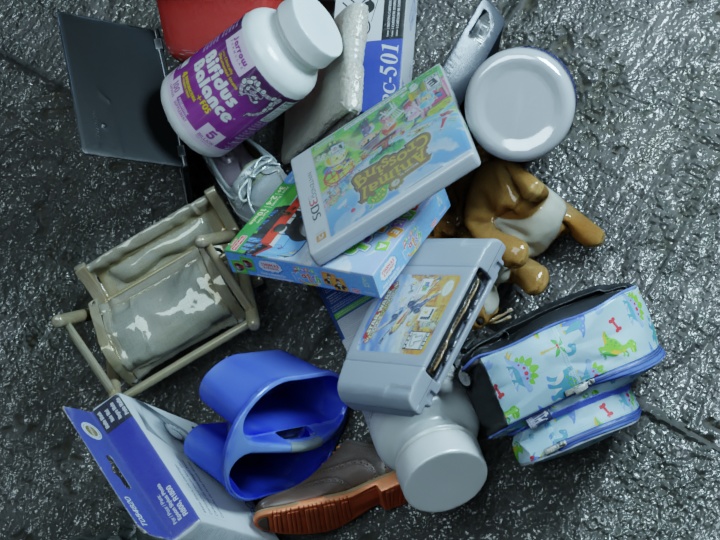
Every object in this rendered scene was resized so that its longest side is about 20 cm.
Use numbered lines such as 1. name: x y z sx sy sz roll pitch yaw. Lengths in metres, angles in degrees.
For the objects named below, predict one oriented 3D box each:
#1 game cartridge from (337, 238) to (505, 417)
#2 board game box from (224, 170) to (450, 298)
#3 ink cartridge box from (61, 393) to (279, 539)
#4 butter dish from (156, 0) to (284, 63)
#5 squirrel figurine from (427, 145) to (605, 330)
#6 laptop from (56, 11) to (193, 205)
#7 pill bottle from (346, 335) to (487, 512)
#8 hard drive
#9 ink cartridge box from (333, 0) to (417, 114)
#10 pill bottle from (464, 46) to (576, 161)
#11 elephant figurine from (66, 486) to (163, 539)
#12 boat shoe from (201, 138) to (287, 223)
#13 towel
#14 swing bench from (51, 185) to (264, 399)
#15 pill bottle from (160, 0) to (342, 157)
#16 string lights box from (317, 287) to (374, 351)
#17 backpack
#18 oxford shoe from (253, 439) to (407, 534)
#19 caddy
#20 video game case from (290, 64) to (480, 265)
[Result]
1. game cartridge: 0.056 0.053 1.571 0.132 0.042 0.201 4 58 47
2. board game box: -0.025 -0.045 1.657 0.198 0.037 0.152 10 47 34
3. ink cartridge box: -0.199 0.216 1.652 0.041 0.199 0.200 -48 54 10
4. butter dish: -0.148 -0.278 1.856 0.197 0.200 0.150 3 95 19
5. squirrel figurine: 0.127 -0.032 1.701 0.187 0.141 0.200 -53 49 7
6. laptop: -0.271 -0.180 1.819 0.114 0.200 0.189 -11 66 -7
7. pill bottle: 0.061 0.146 1.617 0.114 0.115 0.201 -29 42 7
8. hard drive: 0.101 -0.196 1.753 0.042 0.135 0.201 29 82 6
9. ink cartridge box: 0.015 -0.272 1.854 0.093 0.044 0.203 -3 71 20
10. pill bottle: 0.175 -0.182 1.671 0.114 0.200 0.117 2 100 9
11. elephant figurine: -0.251 0.322 1.705 0.141 0.155 0.200 38 100 -16
12. boat shoe: -0.138 -0.118 1.813 0.074 0.065 0.202 -38 45 -3
13. towel: -0.040 -0.208 1.787 0.034 0.200 0.134 10 71 -22
14. swing bench: -0.223 0.028 1.768 0.198 0.200 0.131 -30 107 8
15. pill bottle: -0.119 -0.221 1.733 0.199 0.112 0.113 -33 62 28
16. string lights box: 0.000 0.000 1.754 0.102 0.059 0.201 -29 64 7
17. backpack: 0.211 0.104 1.584 0.198 0.183 0.148 -26 88 5
18. oxford shoe: -0.024 0.227 1.666 0.198 0.072 0.073 -14 58 -11
19. caddy: -0.092 0.166 1.656 0.104 0.199 0.143 25 107 33
20. video game case: 0.021 -0.113 1.627 0.199 0.022 0.183 -32 36 13
